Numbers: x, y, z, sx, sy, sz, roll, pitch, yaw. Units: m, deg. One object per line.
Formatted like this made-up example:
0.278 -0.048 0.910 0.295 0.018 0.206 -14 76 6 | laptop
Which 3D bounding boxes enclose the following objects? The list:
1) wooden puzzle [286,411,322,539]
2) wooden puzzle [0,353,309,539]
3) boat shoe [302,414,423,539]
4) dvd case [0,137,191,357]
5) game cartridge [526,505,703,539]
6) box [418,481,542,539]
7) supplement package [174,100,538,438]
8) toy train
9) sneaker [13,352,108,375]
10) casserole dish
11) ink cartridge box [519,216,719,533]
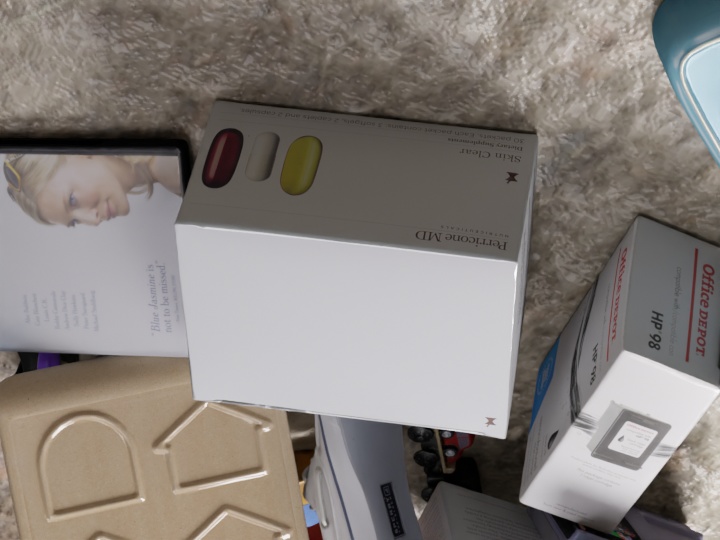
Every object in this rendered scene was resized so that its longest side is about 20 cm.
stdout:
-0.081 0.185 1.324 0.184 0.046 0.201 -17 133 -9 | wooden puzzle
-0.132 0.151 1.233 0.183 0.046 0.202 -11 92 -10 | wooden puzzle
-0.009 0.142 1.241 0.065 0.202 0.073 -19 166 36 | boat shoe
-0.198 -0.014 1.197 0.198 0.018 0.144 1 113 13 | dvd case
0.180 0.185 1.238 0.129 0.200 0.039 25 96 -9 | game cartridge
0.101 0.250 1.250 0.123 0.200 0.098 19 114 -17 | box
0.000 0.000 1.134 0.198 0.111 0.157 6 136 7 | supplement package
0.056 0.108 1.285 0.045 0.034 0.201 -2 134 11 | toy train
-0.199 0.096 1.318 0.099 0.070 0.201 7 132 16 | sneaker
0.240 -0.090 1.039 0.120 0.039 0.200 -18 127 28 | casserole dish
0.168 0.053 1.144 0.066 0.116 0.201 20 135 -6 | ink cartridge box
